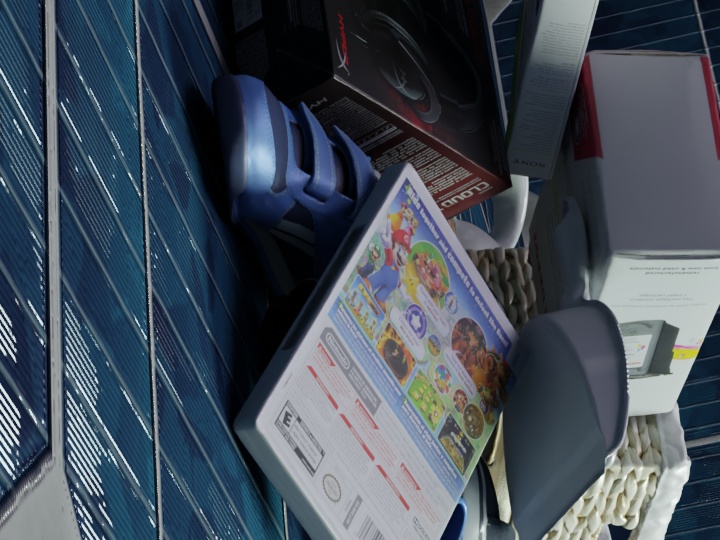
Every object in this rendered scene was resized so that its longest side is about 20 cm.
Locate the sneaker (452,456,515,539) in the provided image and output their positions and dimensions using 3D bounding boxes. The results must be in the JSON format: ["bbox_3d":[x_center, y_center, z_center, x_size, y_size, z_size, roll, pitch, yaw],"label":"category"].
[{"bbox_3d":[0.065,0.191,1.371,0.078,0.079,0.202,37,-53,54],"label":"sneaker"}]

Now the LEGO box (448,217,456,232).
[{"bbox_3d":[0.010,-0.111,1.647,0.149,0.076,0.202,-81,158,-72],"label":"LEGO box"}]

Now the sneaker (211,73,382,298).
[{"bbox_3d":[-0.028,-0.048,1.239,0.200,0.082,0.075,60,20,-62],"label":"sneaker"}]

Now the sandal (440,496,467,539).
[{"bbox_3d":[0.021,0.143,1.300,0.080,0.086,0.201,63,13,-49],"label":"sandal"}]

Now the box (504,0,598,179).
[{"bbox_3d":[0.122,-0.175,1.393,0.201,0.036,0.145,102,-2,-46],"label":"box"}]

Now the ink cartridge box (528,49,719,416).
[{"bbox_3d":[0.165,-0.019,1.428,0.200,0.085,0.149,98,-12,-60],"label":"ink cartridge box"}]

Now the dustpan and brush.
[{"bbox_3d":[0.118,0.046,1.313,0.140,0.057,0.202,121,-37,-57],"label":"dustpan and brush"}]

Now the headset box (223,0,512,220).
[{"bbox_3d":[0.009,-0.125,1.381,0.199,0.077,0.150,27,46,-46],"label":"headset box"}]

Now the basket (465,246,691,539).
[{"bbox_3d":[0.116,0.109,1.584,0.199,0.159,0.201,103,-14,-49],"label":"basket"}]

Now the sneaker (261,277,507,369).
[{"bbox_3d":[0.015,0.037,1.264,0.201,0.075,0.116,-52,129,-45],"label":"sneaker"}]

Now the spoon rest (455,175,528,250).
[{"bbox_3d":[0.078,-0.023,1.760,0.200,0.099,0.061,-42,117,-51],"label":"spoon rest"}]

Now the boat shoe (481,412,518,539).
[{"bbox_3d":[0.077,0.137,1.421,0.072,0.064,0.201,-69,-179,-58],"label":"boat shoe"}]

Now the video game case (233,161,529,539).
[{"bbox_3d":[0.016,0.061,1.197,0.144,0.018,0.201,56,43,-27],"label":"video game case"}]
